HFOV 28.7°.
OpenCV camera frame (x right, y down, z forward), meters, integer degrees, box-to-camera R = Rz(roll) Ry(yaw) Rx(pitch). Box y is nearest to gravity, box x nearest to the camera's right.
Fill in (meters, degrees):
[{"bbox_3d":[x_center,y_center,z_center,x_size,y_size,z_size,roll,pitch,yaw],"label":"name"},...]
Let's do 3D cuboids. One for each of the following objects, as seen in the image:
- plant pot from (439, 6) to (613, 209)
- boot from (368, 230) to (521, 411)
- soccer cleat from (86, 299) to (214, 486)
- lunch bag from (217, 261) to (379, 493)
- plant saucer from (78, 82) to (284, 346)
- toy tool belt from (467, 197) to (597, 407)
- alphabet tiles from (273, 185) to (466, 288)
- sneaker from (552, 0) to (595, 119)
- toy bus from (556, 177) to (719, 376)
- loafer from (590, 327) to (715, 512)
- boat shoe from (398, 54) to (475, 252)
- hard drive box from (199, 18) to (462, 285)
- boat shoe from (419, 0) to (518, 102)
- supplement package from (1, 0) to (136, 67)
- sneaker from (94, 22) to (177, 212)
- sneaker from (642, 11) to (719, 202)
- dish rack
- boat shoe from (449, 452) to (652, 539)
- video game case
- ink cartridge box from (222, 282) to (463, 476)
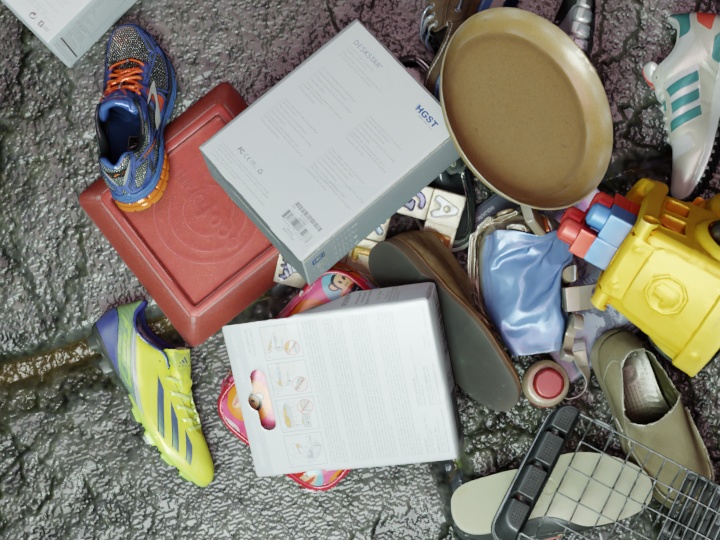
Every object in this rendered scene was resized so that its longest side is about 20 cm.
[{"bbox_3d":[0.152,-0.149,1.326,0.199,0.027,0.201,10,69,-28],"label":"plant pot"},{"bbox_3d":[0.097,0.041,1.344,0.075,0.074,0.200,-25,74,-46],"label":"boot"},{"bbox_3d":[-0.194,0.121,1.404,0.083,0.065,0.201,-32,86,-5],"label":"soccer cleat"},{"bbox_3d":[-0.025,0.112,1.388,0.176,0.082,0.200,39,95,-7],"label":"lunch bag"},{"bbox_3d":[-0.155,-0.060,1.432,0.200,0.037,0.200,-38,86,-2],"label":"plant saucer"},{"bbox_3d":[0.169,0.034,1.362,0.124,0.123,0.201,-9,86,-1],"label":"toy tool belt"},{"bbox_3d":[0.000,0.000,1.408,0.166,0.008,0.201,15,104,0],"label":"alphabet tiles"},{"bbox_3d":[0.172,-0.212,1.426,0.115,0.075,0.201,8,78,13],"label":"sneaker"},{"bbox_3d":[0.285,-0.022,1.339,0.191,0.200,0.136,29,119,5],"label":"toy bus"},{"bbox_3d":[0.289,0.153,1.392,0.076,0.067,0.201,-31,93,-2],"label":"loafer"},{"bbox_3d":[0.069,-0.117,1.415,0.071,0.068,0.201,-13,84,3],"label":"boat shoe"},{"bbox_3d":[-0.026,-0.113,1.339,0.200,0.077,0.156,-40,74,-8],"label":"hard drive box"},{"bbox_3d":[0.098,-0.240,1.407,0.072,0.072,0.200,20,52,15],"label":"boat shoe"},{"bbox_3d":[-0.269,-0.321,1.413,0.110,0.114,0.200,44,86,2],"label":"supplement package"},{"bbox_3d":[-0.227,-0.162,1.399,0.075,0.078,0.201,-11,66,10],"label":"sneaker"},{"bbox_3d":[0.327,-0.168,1.431,0.093,0.070,0.201,14,88,19],"label":"sneaker"},{"bbox_3d":[0.241,0.228,1.335,0.199,0.055,0.154,27,70,12],"label":"dish rack"},{"bbox_3d":[0.187,0.229,1.397,0.200,0.063,0.074,-9,65,0],"label":"boat shoe"},{"bbox_3d":[0.209,-0.008,1.436,0.143,0.019,0.200,-37,85,-2],"label":"video game case"},{"bbox_3d":[-0.014,0.105,1.327,0.199,0.057,0.164,-6,107,17],"label":"ink cartridge box"}]
